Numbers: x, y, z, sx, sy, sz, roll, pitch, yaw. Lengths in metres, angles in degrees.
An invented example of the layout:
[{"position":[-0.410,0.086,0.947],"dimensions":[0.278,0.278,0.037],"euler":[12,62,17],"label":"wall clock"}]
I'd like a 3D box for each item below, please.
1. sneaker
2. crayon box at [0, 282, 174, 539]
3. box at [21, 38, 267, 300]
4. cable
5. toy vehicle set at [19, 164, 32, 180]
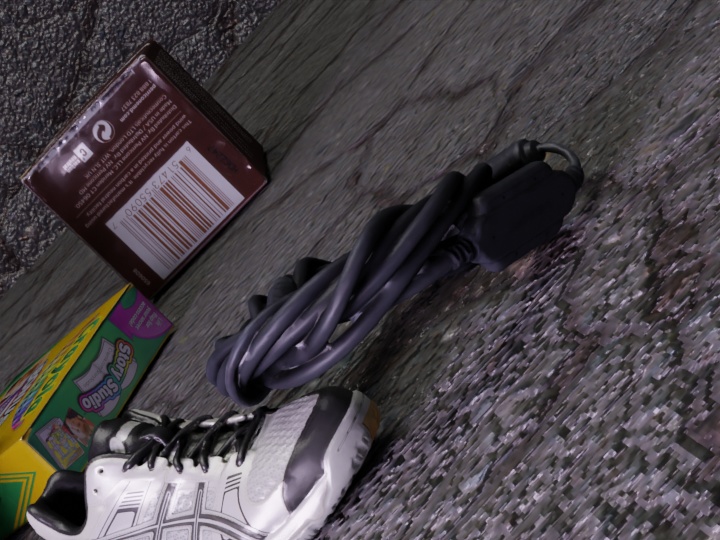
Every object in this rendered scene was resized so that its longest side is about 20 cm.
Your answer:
[{"position":[-0.079,0.096,0.696],"dimensions":[0.200,0.088,0.076],"euler":[-35,15,34],"label":"sneaker"},{"position":[-0.249,0.121,1.212],"dimensions":[0.172,0.058,0.200],"euler":[-37,16,34],"label":"crayon box"},{"position":[-0.203,-0.102,1.495],"dimensions":[0.166,0.164,0.200],"euler":[-45,13,5],"label":"box"},{"position":[0.000,0.000,0.696],"dimensions":[0.200,0.051,0.163],"euler":[-34,9,-41],"label":"cable"},{"position":[-0.484,-0.190,2.726],"dimensions":[0.200,0.124,0.026],"euler":[-49,13,-11],"label":"toy vehicle set"}]
